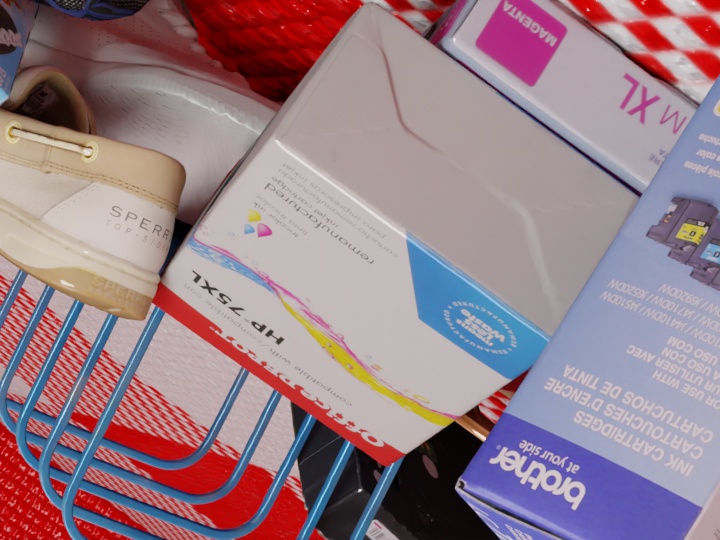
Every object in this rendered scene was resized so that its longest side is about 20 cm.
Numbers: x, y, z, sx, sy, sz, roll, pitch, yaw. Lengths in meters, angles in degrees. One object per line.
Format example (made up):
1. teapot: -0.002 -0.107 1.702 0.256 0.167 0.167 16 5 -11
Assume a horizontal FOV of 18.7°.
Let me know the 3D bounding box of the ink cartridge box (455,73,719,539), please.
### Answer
1. ink cartridge box: 0.114 0.050 0.653 0.076 0.200 0.137 22 162 36

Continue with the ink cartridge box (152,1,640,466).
1. ink cartridge box: 0.000 0.000 0.782 0.116 0.067 0.200 35 152 -5

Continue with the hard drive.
1. hard drive: 0.017 0.085 1.076 0.140 0.038 0.200 45 -158 -33

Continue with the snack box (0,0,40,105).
1. snack box: -0.170 -0.126 0.804 0.116 0.037 0.200 47 -166 -19

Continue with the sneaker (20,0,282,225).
1. sneaker: -0.085 -0.081 0.899 0.199 0.089 0.075 21 139 21

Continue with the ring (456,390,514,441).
1. ring: 0.080 0.068 1.050 0.200 0.019 0.200 33 -174 -4

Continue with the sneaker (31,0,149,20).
1. sneaker: -0.081 -0.130 0.751 0.078 0.076 0.200 29 167 4

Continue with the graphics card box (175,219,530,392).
1. graphics card box: -0.003 -0.010 0.960 0.200 0.051 0.125 29 -176 19

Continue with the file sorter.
1. file sorter: -0.076 0.051 0.964 0.138 0.123 0.200 24 -175 -25

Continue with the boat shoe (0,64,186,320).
1. boat shoe: -0.129 -0.046 0.840 0.200 0.069 0.074 30 -178 44

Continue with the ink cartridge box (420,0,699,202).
1. ink cartridge box: 0.061 -0.040 0.806 0.119 0.042 0.200 35 167 -7
